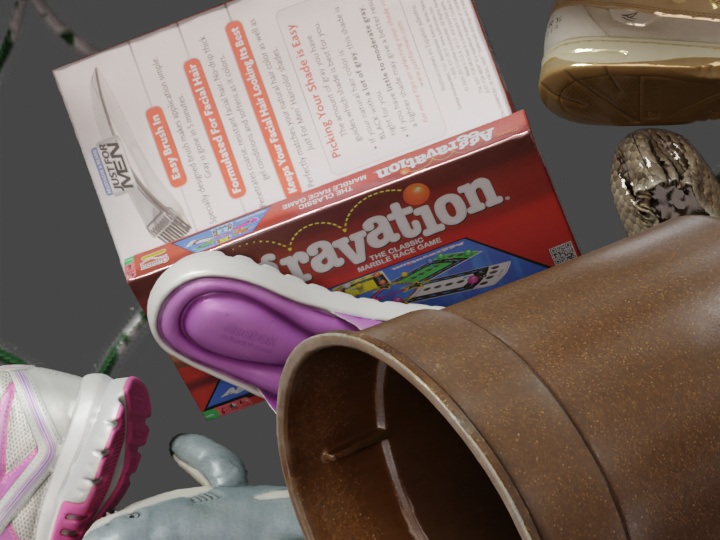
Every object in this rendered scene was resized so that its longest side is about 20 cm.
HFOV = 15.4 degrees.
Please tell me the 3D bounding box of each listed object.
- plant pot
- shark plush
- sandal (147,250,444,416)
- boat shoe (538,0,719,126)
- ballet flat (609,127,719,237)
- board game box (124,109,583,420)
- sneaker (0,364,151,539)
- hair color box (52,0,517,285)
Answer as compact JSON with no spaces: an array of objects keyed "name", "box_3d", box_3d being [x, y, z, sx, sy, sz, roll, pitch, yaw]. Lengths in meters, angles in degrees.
[{"name":"plant pot","box_3d":[0.100,0.080,1.167,0.198,0.200,0.201,-26,86,-26]},{"name":"shark plush","box_3d":[-0.029,0.144,1.257,0.200,0.083,0.091,17,92,7]},{"name":"sandal","box_3d":[-0.005,0.052,1.241,0.202,0.050,0.083,15,124,-14]},{"name":"boat shoe","box_3d":[0.184,-0.107,1.239,0.200,0.074,0.069,4,63,-1]},{"name":"ballet flat","box_3d":[0.177,0.021,1.250,0.067,0.046,0.200,-28,86,7]},{"name":"board game box","box_3d":[0.000,0.000,1.255,0.200,0.019,0.103,-20,130,7]},{"name":"sneaker","box_3d":[-0.175,0.133,1.285,0.088,0.081,0.200,21,86,11]},{"name":"hair color box","box_3d":[-0.033,-0.078,1.270,0.200,0.064,0.111,-20,89,5]}]
